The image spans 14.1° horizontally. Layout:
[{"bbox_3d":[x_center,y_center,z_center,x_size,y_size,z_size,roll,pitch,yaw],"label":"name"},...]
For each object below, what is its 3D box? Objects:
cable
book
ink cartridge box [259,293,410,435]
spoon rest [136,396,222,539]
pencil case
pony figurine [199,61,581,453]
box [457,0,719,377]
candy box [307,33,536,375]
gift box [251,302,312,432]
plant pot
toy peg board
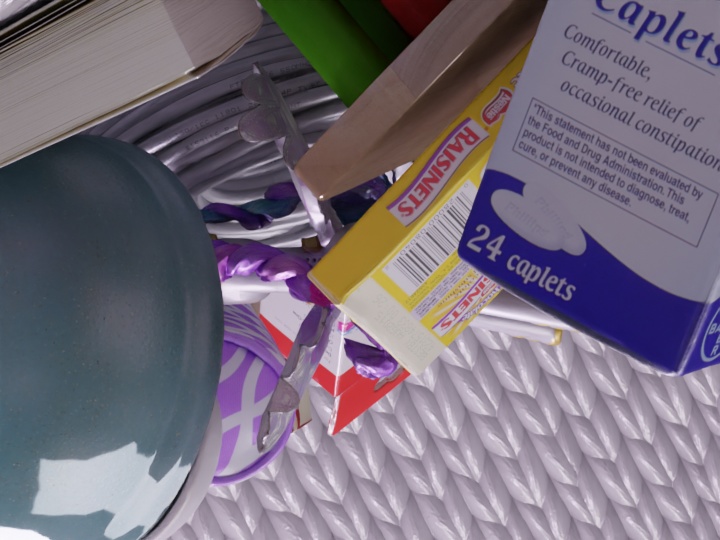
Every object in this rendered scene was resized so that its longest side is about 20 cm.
[{"bbox_3d":[-0.041,-0.065,1.420,0.199,0.069,0.200,-8,160,-23],"label":"cable"},{"bbox_3d":[-0.141,-0.057,1.106,0.200,0.048,0.134,-26,-177,13],"label":"book"},{"bbox_3d":[0.006,-0.013,1.621,0.116,0.067,0.200,-37,152,-32],"label":"ink cartridge box"},{"bbox_3d":[-0.118,0.049,1.315,0.061,0.200,0.099,20,113,-34],"label":"spoon rest"},{"bbox_3d":[-0.082,0.052,1.456,0.200,0.084,0.086,-121,-127,-77],"label":"pencil case"},{"bbox_3d":[0.000,0.000,1.303,0.199,0.167,0.193,1,176,-4],"label":"pony figurine"},{"bbox_3d":[0.153,-0.079,1.098,0.184,0.105,0.200,-12,126,-57],"label":"box"},{"bbox_3d":[0.070,-0.049,1.170,0.200,0.026,0.102,-46,155,0],"label":"candy box"},{"bbox_3d":[-0.111,0.012,1.743,0.199,0.187,0.185,-7,-178,4],"label":"gift box"},{"bbox_3d":[-0.176,0.027,1.253,0.200,0.201,0.134,-27,153,35],"label":"plant pot"},{"bbox_3d":[0.058,-0.146,1.198,0.199,0.098,0.200,-45,171,30],"label":"toy peg board"}]
